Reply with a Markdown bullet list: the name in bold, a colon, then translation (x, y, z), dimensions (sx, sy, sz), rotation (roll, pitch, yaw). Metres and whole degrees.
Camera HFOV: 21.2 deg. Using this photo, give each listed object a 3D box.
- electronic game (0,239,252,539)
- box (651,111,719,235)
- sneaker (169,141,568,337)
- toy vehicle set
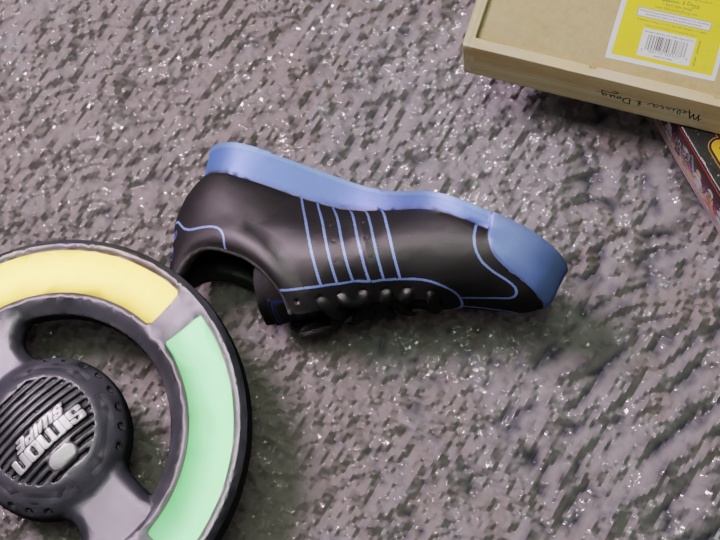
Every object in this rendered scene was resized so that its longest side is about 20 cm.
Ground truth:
- **electronic game**: translation (-0.149, 0.081, 0.927), dimensions (0.198, 0.042, 0.202), rotation (-4, 70, 10)
- **box**: translation (0.223, -0.089, 0.982), dimensions (0.136, 0.040, 0.201), rotation (-23, 65, -6)
- **sneaker**: translation (0.000, 0.000, 0.951), dimensions (0.198, 0.070, 0.079), rotation (15, 70, 19)
- **toy vehicle set**: translation (0.162, -0.137, 0.974), dimensions (0.198, 0.027, 0.125), rotation (15, 67, 13)
